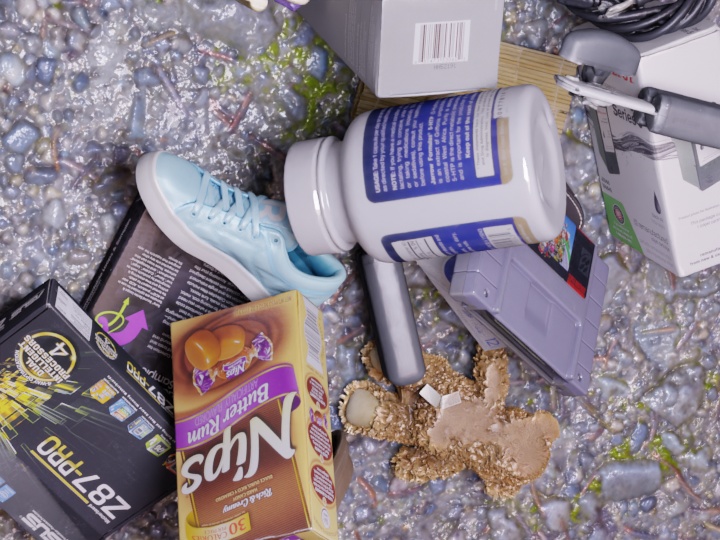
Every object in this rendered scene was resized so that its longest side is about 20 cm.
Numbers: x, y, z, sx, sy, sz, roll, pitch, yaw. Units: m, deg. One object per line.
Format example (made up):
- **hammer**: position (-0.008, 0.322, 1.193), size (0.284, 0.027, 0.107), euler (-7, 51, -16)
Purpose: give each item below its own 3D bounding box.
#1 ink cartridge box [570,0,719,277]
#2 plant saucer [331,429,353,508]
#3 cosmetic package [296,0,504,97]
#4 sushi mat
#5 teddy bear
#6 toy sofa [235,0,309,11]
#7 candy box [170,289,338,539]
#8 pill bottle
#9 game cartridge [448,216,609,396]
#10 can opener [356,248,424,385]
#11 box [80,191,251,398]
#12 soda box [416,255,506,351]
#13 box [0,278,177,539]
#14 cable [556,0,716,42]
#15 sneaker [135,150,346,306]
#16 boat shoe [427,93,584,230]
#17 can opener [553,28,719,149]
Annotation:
- **ink cartridge box**: position (0.260, -0.116, 1.740), size (0.083, 0.145, 0.202), euler (-19, 111, -12)
- **plant saucer**: position (-0.067, 0.219, 1.674), size (0.029, 0.200, 0.201), euler (37, 89, -6)
- **cosmetic package**: position (0.026, -0.212, 1.585), size (0.106, 0.200, 0.091), euler (-6, 116, -18)
- **sushi mat**: position (0.091, -0.154, 1.734), size (0.198, 0.012, 0.096), euler (11, 101, -24)
- **teddy bear**: position (0.075, 0.125, 1.788), size (0.198, 0.067, 0.146), euler (8, 93, -17)
- **toy sofa**: position (-0.075, -0.307, 1.584), size (0.097, 0.083, 0.202), euler (10, 100, -21)
- **candy box**: position (-0.084, 0.126, 1.591), size (0.116, 0.202, 0.056), euler (-15, 154, 20)
- **pill bottle**: position (0.048, -0.069, 1.552), size (0.198, 0.120, 0.121), euler (-7, 112, 18)
- **game cartridge**: position (0.146, 0.006, 1.691), size (0.200, 0.038, 0.131), euler (39, 59, -46)
- **can opener**: position (0.000, 0.000, 1.695), size (0.066, 0.053, 0.202), euler (-14, 97, -7)
- **box**: position (-0.151, 0.025, 1.676), size (0.142, 0.036, 0.201), euler (27, 92, -25)
- **soda box**: position (0.092, -0.020, 1.705), size (0.200, 0.063, 0.069), euler (52, 38, -38)
- **box**: position (-0.242, 0.124, 1.632), size (0.161, 0.049, 0.200), euler (-34, 117, 16)
- **cable**: position (0.240, -0.289, 1.686), size (0.201, 0.162, 0.051), euler (-64, 158, -17)
- **sneaker**: position (-0.089, -0.041, 1.609), size (0.082, 0.074, 0.200), euler (-29, 130, 29)
- **boat shoe**: position (0.126, -0.076, 1.733), size (0.072, 0.065, 0.200), euler (-46, 124, 5)
- **can opener**: position (0.247, -0.142, 1.620), size (0.198, 0.053, 0.067), euler (12, 104, -20)
